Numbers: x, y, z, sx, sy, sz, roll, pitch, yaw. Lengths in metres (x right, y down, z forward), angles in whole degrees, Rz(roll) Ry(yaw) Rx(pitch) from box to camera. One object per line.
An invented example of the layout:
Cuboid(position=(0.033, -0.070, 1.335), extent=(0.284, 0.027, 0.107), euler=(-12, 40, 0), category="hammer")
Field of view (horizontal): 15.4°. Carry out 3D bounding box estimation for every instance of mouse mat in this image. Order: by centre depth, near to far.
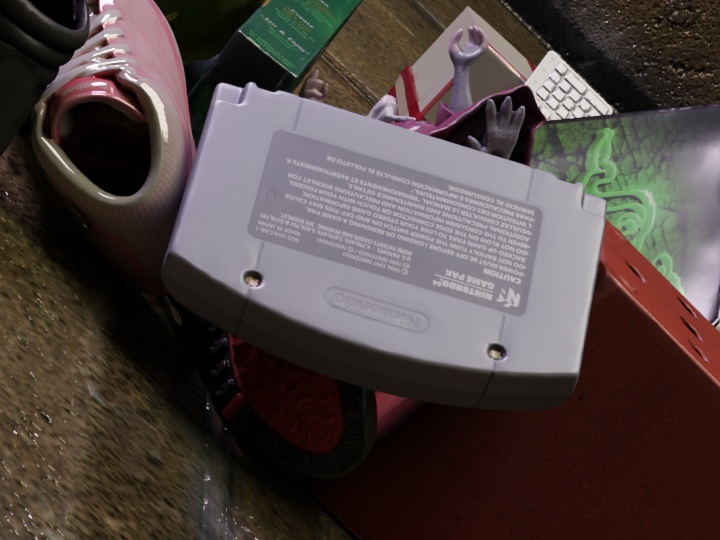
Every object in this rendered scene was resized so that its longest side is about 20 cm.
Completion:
Cuboid(position=(0.135, -0.027, 1.531), extent=(0.201, 0.160, 0.008), euler=(-78, 156, -45), category="mouse mat")

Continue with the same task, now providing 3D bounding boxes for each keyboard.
Cuboid(position=(0.090, -0.055, 1.621), extent=(0.056, 0.011, 0.200), euler=(39, 54, -3), category="keyboard")

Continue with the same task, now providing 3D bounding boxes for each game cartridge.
Cuboid(position=(0.012, -0.007, 1.249), extent=(0.199, 0.041, 0.134), euler=(17, 50, -3), category="game cartridge")

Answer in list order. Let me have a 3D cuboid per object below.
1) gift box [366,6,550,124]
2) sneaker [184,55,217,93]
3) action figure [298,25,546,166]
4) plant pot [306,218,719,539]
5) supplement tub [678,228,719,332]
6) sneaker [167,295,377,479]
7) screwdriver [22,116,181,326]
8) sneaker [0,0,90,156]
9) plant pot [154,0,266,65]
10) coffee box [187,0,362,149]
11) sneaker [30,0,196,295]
Cuboid(position=(0.095, -0.048, 1.763), extent=(0.200, 0.185, 0.187), euler=(37, 11, -10), category="gift box")
Cuboid(position=(-0.077, -0.110, 1.705), extent=(0.083, 0.070, 0.200), euler=(68, 14, 5), category="sneaker")
Cuboid(position=(0.041, -0.057, 1.544), extent=(0.200, 0.133, 0.150), euler=(-166, -120, -71), category="action figure")
Cuboid(position=(0.109, 0.089, 1.368), extent=(0.200, 0.176, 0.200), euler=(44, 11, -8), category="plant pot")
Cuboid(position=(0.176, 0.090, 1.550), extent=(0.146, 0.145, 0.201), euler=(-117, -177, -56), category="supplement tub")
Cuboid(position=(-0.029, 0.033, 1.317), extent=(0.095, 0.079, 0.200), euler=(37, 15, -43), category="sneaker")
Cuboid(position=(-0.142, -0.044, 1.346), extent=(0.028, 0.029, 0.201), euler=(25, 31, -60), category="screwdriver")
Cuboid(position=(-0.182, -0.126, 1.275), extent=(0.071, 0.099, 0.200), euler=(35, 15, -34), category="sneaker")
Cuboid(position=(-0.144, -0.217, 1.553), extent=(0.200, 0.199, 0.191), euler=(22, 38, -63), category="plant pot")
Cuboid(position=(-0.064, -0.099, 1.472), extent=(0.044, 0.123, 0.200), euler=(38, 22, -3), category="coffee box")
Cuboid(position=(-0.126, -0.093, 1.296), extent=(0.105, 0.075, 0.201), euler=(62, 6, -65), category="sneaker")
